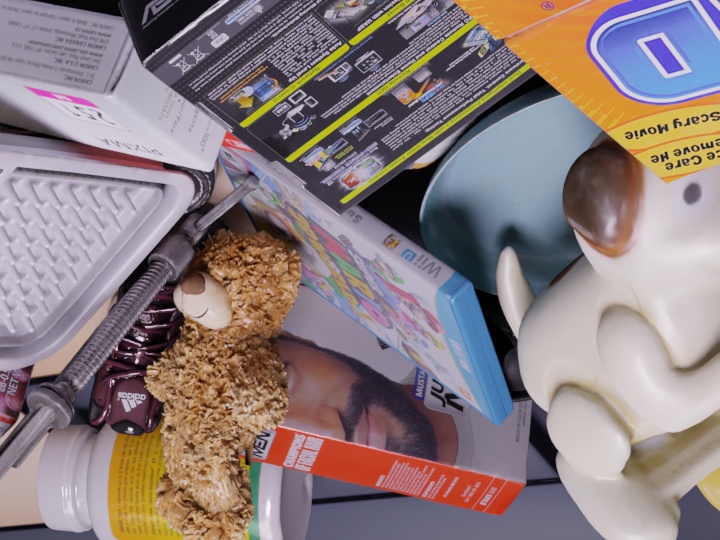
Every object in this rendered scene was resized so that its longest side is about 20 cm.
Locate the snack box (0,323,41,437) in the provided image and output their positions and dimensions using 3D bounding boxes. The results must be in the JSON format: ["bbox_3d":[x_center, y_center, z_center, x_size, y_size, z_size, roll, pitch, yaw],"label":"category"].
[{"bbox_3d":[-0.284,-0.008,0.959,0.199,0.169,0.068,21,150,-19],"label":"snack box"}]

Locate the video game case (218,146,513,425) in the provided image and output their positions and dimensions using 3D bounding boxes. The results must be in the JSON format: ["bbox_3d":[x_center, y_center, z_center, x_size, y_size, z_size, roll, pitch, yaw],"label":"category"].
[{"bbox_3d":[0.000,0.000,0.932,0.200,0.018,0.143,35,162,32],"label":"video game case"}]

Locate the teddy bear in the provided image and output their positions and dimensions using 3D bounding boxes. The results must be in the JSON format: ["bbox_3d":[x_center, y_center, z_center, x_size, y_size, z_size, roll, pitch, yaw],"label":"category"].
[{"bbox_3d":[-0.091,0.074,0.969,0.066,0.145,0.201,7,117,-22],"label":"teddy bear"}]

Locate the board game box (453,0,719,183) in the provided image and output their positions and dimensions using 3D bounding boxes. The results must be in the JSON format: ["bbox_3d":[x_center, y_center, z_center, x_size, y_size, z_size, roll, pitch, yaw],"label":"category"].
[{"bbox_3d":[0.131,-0.186,0.525,0.199,0.201,0.200,-20,138,40],"label":"board game box"}]

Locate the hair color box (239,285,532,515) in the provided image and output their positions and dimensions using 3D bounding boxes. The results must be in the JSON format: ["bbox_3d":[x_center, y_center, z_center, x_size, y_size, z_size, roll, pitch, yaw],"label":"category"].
[{"bbox_3d":[0.015,0.085,1.084,0.199,0.111,0.064,13,148,-6],"label":"hair color box"}]

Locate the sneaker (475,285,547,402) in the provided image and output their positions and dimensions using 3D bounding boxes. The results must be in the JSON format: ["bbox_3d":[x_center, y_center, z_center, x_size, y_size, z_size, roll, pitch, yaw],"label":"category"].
[{"bbox_3d":[0.120,0.055,0.959,0.104,0.200,0.060,-23,143,-32],"label":"sneaker"}]

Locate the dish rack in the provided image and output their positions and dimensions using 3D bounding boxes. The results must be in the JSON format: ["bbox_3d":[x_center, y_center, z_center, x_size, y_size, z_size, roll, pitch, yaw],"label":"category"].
[{"bbox_3d":[-0.199,-0.012,0.846,0.172,0.044,0.200,-46,154,24],"label":"dish rack"}]

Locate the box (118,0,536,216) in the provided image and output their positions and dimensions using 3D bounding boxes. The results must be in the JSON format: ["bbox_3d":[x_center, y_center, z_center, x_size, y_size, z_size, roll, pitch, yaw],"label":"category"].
[{"bbox_3d":[0.019,-0.125,0.705,0.200,0.044,0.160,-36,144,16],"label":"box"}]

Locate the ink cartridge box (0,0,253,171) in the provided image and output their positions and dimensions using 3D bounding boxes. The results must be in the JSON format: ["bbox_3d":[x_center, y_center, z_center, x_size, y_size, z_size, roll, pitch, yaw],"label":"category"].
[{"bbox_3d":[-0.149,-0.087,0.824,0.199,0.044,0.174,15,167,30],"label":"ink cartridge box"}]

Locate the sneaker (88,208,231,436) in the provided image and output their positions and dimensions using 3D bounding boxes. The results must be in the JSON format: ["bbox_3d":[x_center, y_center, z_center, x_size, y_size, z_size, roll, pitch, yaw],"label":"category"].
[{"bbox_3d":[-0.135,0.046,1.057,0.075,0.116,0.200,14,149,-8],"label":"sneaker"}]

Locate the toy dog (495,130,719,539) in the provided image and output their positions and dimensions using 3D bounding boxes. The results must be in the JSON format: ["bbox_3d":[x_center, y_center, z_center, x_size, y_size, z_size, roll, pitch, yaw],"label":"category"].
[{"bbox_3d":[0.156,0.005,0.820,0.139,0.194,0.201,-21,139,-23],"label":"toy dog"}]

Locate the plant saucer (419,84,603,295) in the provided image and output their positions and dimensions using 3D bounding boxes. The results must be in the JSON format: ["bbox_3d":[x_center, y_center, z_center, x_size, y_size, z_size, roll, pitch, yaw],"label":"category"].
[{"bbox_3d":[0.129,-0.048,0.880,0.199,0.028,0.201,-5,147,-3],"label":"plant saucer"}]

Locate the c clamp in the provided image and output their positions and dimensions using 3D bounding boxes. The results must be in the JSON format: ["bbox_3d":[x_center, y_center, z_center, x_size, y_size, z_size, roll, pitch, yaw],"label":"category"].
[{"bbox_3d":[-0.150,0.040,0.924,0.027,0.200,0.171,40,146,-8],"label":"c clamp"}]

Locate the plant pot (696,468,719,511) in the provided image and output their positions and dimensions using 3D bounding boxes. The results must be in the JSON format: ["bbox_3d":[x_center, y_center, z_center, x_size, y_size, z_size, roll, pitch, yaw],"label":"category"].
[{"bbox_3d":[0.301,0.089,0.949,0.200,0.202,0.188,32,156,-33],"label":"plant pot"}]

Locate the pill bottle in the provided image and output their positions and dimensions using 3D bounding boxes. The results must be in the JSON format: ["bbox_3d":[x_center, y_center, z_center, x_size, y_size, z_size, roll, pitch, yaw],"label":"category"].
[{"bbox_3d":[-0.146,0.168,1.260,0.199,0.113,0.113,1,148,13],"label":"pill bottle"}]

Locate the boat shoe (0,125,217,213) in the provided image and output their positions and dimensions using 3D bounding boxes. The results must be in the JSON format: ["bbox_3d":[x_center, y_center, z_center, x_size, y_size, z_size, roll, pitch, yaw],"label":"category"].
[{"bbox_3d":[-0.180,-0.051,0.931,0.199,0.060,0.074,7,124,-16],"label":"boat shoe"}]

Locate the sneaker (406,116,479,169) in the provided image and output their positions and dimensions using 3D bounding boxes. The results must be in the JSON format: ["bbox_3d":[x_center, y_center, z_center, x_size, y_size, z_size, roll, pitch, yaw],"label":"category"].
[{"bbox_3d":[-0.016,-0.124,0.804,0.199,0.076,0.088,19,141,-32],"label":"sneaker"}]
